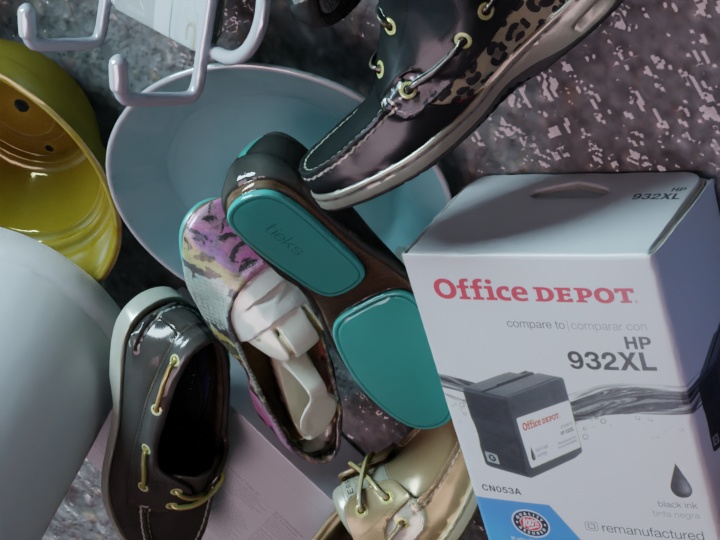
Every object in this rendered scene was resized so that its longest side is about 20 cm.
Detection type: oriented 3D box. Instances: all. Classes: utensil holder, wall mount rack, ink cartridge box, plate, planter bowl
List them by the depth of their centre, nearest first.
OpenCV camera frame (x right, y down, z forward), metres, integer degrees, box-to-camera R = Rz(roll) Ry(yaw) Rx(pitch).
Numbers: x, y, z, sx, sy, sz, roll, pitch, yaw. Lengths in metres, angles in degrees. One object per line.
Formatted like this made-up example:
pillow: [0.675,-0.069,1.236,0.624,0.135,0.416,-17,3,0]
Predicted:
wall mount rack: [-0.119,-0.182,0.844,0.200,0.074,0.174,32,118,49]
ink cartridge box: [0.124,0.056,0.876,0.145,0.084,0.201,1,121,35]
plate: [-0.044,-0.045,0.931,0.199,0.026,0.201,9,139,8]
utensil holder: [-0.250,0.099,0.995,0.169,0.200,0.170,13,138,12]
planter bowl: [-0.222,-0.079,1.012,0.200,0.084,0.201,13,138,12]

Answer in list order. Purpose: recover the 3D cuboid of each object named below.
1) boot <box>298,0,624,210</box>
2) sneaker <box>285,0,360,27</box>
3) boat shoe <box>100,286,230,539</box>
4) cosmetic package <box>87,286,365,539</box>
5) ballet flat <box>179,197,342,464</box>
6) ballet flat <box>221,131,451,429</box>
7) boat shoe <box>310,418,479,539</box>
boot: [0.013,-0.136,0.776,0.203,0.074,0.154,-38,112,23]
sneaker: [-0.053,-0.224,0.818,0.115,0.075,0.201,14,119,35]
boat shoe: [-0.115,0.109,1.017,0.061,0.072,0.202,33,134,39]
cosmetic package: [-0.088,0.128,1.103,0.200,0.052,0.151,43,136,1]
ballet flat: [-0.044,0.041,0.950,0.071,0.069,0.200,46,163,41]
ballet flat: [0.000,0.000,0.897,0.068,0.069,0.200,-21,126,24]
boat shoe: [0.013,0.147,0.984,0.066,0.074,0.200,25,109,-20]
